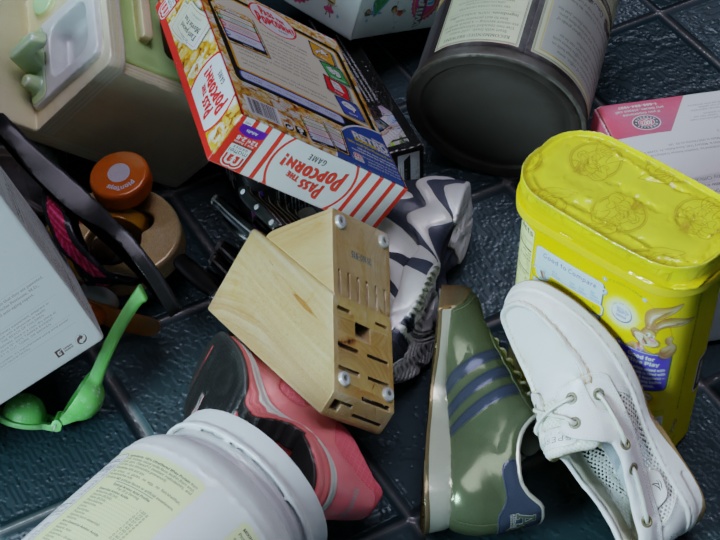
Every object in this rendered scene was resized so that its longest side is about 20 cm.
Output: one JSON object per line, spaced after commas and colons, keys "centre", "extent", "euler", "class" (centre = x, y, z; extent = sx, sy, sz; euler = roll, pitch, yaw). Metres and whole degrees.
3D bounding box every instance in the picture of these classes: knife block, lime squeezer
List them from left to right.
{"centre": [-0.226, 0.084, 1.220], "extent": [0.200, 0.071, 0.038], "euler": [-24, 32, 8], "class": "lime squeezer"}
{"centre": [-0.063, 0.032, 1.246], "extent": [0.175, 0.064, 0.200], "euler": [-21, 59, 37], "class": "knife block"}

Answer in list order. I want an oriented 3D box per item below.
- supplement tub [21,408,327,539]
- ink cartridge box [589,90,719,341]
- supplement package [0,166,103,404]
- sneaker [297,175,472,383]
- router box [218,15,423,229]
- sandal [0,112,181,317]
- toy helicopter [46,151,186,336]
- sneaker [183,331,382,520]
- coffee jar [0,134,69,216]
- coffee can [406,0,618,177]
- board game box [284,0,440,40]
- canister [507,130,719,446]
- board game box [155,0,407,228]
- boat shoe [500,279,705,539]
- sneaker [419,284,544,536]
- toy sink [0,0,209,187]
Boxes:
{"centre": [-0.129, 0.191, 1.056], "extent": [0.145, 0.145, 0.200], "euler": [29, 51, 26], "class": "supplement tub"}
{"centre": [0.274, -0.045, 1.346], "extent": [0.146, 0.083, 0.200], "euler": [-8, 45, -9], "class": "ink cartridge box"}
{"centre": [-0.314, -0.006, 1.159], "extent": [0.191, 0.200, 0.147], "euler": [-33, 37, -5], "class": "supplement package"}
{"centre": [0.000, 0.000, 1.304], "extent": [0.129, 0.080, 0.199], "euler": [7, 51, 17], "class": "sneaker"}
{"centre": [-0.053, -0.128, 1.446], "extent": [0.149, 0.051, 0.200], "euler": [-16, 47, -14], "class": "router box"}
{"centre": [-0.205, -0.030, 1.250], "extent": [0.200, 0.075, 0.045], "euler": [43, 77, 11], "class": "sandal"}
{"centre": [-0.228, 0.002, 1.314], "extent": [0.200, 0.079, 0.132], "euler": [-17, 56, -3], "class": "toy helicopter"}
{"centre": [-0.054, 0.115, 1.204], "extent": [0.087, 0.074, 0.200], "euler": [21, 16, -38], "class": "sneaker"}
{"centre": [-0.275, -0.136, 1.427], "extent": [0.104, 0.085, 0.200], "euler": [4, 45, 8], "class": "coffee jar"}
{"centre": [0.133, -0.198, 1.429], "extent": [0.146, 0.146, 0.200], "euler": [12, 56, 11], "class": "coffee can"}
{"centre": [0.014, -0.272, 1.543], "extent": [0.147, 0.064, 0.200], "euler": [35, 33, 31], "class": "board game box"}
{"centre": [0.171, 0.022, 1.193], "extent": [0.148, 0.200, 0.087], "euler": [32, 52, 27], "class": "canister"}
{"centre": [-0.061, -0.130, 1.295], "extent": [0.151, 0.046, 0.200], "euler": [23, 29, -34], "class": "board game box"}
{"centre": [0.148, 0.100, 1.150], "extent": [0.069, 0.071, 0.200], "euler": [-34, 89, -32], "class": "boat shoe"}
{"centre": [0.091, 0.099, 1.212], "extent": [0.090, 0.067, 0.200], "euler": [5, 51, 2], "class": "sneaker"}
{"centre": [-0.195, -0.170, 1.358], "extent": [0.200, 0.112, 0.131], "euler": [19, 49, -39], "class": "toy sink"}
